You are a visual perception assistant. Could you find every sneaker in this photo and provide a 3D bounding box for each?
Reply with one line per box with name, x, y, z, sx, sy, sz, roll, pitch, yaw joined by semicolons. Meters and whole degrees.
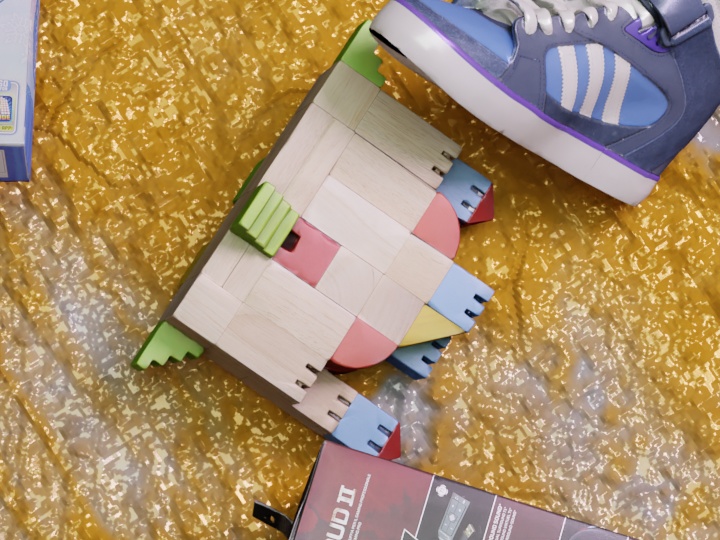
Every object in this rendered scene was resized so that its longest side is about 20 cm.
sneaker;0.109;-0.129;1.339;0.200;0.081;0.147;28;98;-39

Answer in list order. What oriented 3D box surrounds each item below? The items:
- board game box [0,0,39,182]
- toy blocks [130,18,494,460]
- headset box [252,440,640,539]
board game box;-0.258;-0.138;1.365;0.199;0.043;0.200;1;62;-2
toy blocks;0.000;0.000;1.360;0.136;0.100;0.201;34;79;-8
headset box;0.043;0.147;1.295;0.199;0.149;0.075;17;77;1
